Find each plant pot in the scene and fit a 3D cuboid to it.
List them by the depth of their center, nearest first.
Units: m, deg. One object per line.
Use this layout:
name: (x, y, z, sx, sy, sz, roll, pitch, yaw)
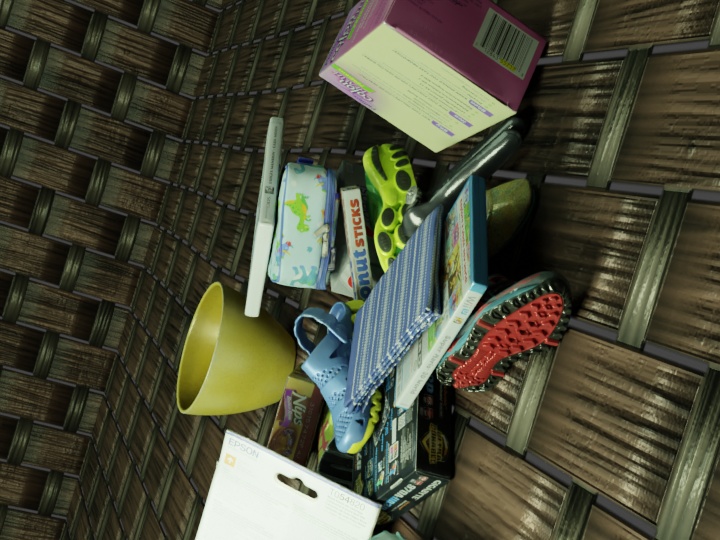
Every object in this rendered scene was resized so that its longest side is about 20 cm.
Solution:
plant pot: (-0.181, 0.135, 1.713, 0.201, 0.140, 0.202, -52, 29, 43)

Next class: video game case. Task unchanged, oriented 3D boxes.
video game case: (0.078, 0.024, 1.116, 0.201, 0.018, 0.145, 117, 164, -45)
video game case: (-0.128, -0.069, 1.498, 0.201, 0.023, 0.184, 106, 169, -52)

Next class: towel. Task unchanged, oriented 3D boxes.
towel: (0.037, 0.045, 1.168, 0.201, 0.024, 0.146, 126, 159, -44)

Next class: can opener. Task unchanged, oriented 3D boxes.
can opener: (0.113, -0.097, 1.238, 0.200, 0.078, 0.064, -49, 18, 32)

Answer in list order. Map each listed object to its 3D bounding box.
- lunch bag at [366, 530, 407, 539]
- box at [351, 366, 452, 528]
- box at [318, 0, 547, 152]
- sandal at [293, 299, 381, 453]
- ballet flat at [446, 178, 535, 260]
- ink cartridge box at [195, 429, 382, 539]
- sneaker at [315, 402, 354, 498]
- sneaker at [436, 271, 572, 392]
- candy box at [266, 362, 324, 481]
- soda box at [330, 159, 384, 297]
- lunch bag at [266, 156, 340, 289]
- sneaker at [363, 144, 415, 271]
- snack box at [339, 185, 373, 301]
lunch bag: (0.017, 0.351, 1.053, 0.203, 0.121, 0.170, -68, 17, -10)
box: (0.045, 0.159, 1.233, 0.159, 0.045, 0.203, 131, 149, -50)
box: (0.076, -0.237, 1.255, 0.098, 0.174, 0.200, -65, 17, -16)
sandal: (-0.030, 0.115, 1.269, 0.080, 0.086, 0.202, -54, 33, 38)
ballet flat: (0.108, -0.032, 1.190, 0.200, 0.070, 0.072, -49, 30, 48)
ink cartridge box: (-0.083, 0.294, 1.248, 0.041, 0.197, 0.203, -32, -36, -65)
sneaker: (-0.017, 0.216, 1.330, 0.091, 0.077, 0.202, 123, 161, -54)
sneaker: (0.129, 0.037, 1.063, 0.200, 0.078, 0.097, -45, 32, 52)
candy box: (-0.077, 0.187, 1.427, 0.200, 0.056, 0.119, 142, 145, -89)
soda box: (-0.004, -0.055, 1.506, 0.202, 0.063, 0.069, -95, 28, -46)
lunch bag: (-0.076, -0.062, 1.468, 0.200, 0.081, 0.164, -166, 81, -82)
sneaker: (0.048, -0.063, 1.372, 0.084, 0.073, 0.202, 82, 180, -52)
snack box: (0.000, 0.000, 1.371, 0.072, 0.024, 0.204, -126, 29, -82)
